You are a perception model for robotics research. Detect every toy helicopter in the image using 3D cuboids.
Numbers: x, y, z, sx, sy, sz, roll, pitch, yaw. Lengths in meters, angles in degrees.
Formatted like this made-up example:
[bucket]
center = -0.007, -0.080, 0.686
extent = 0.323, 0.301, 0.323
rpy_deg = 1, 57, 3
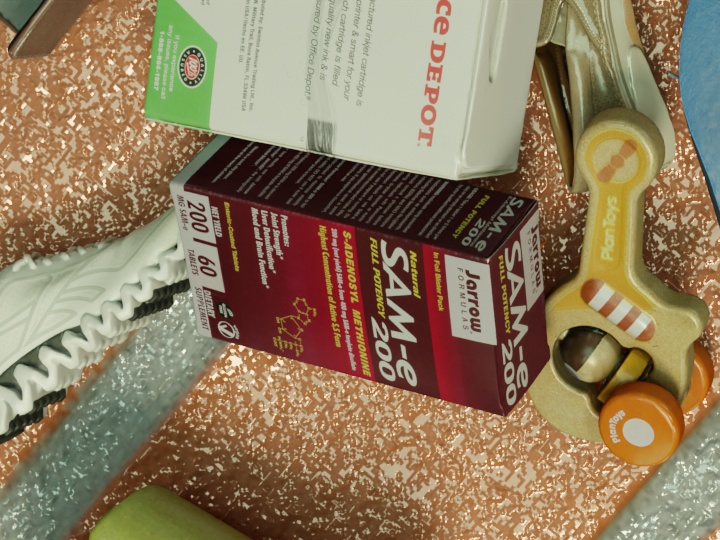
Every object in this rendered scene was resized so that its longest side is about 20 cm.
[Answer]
[toy helicopter]
center = 0.127, 0.003, 1.249
extent = 0.132, 0.079, 0.201
rpy_deg = 13, 120, 20

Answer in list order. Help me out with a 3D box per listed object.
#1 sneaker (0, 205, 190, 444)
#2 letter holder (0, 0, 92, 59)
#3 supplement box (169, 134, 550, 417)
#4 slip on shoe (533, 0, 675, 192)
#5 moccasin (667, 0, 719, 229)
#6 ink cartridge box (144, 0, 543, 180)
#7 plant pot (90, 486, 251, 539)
[sneaker]
center = -0.166, 0.015, 1.314
extent = 0.200, 0.075, 0.081
rpy_deg = -39, 83, 10
[letter holder]
center = -0.164, -0.221, 1.240
extent = 0.100, 0.142, 0.200
rpy_deg = 41, 101, 0
[supplement box]
center = 0.000, 0.000, 1.238
extent = 0.199, 0.061, 0.109
rpy_deg = 13, 131, 27
[slip on shoe]
center = 0.111, -0.139, 1.250
extent = 0.060, 0.076, 0.201
rpy_deg = -23, 102, -12
[moccasin]
center = 0.214, -0.073, 1.253
extent = 0.080, 0.068, 0.201
rpy_deg = -4, 96, 16
[ink cartridge box]
center = -0.007, -0.137, 1.231
extent = 0.199, 0.084, 0.147
rpy_deg = 13, 101, 26
[plant pot]
center = -0.085, 0.226, 1.275
extent = 0.184, 0.200, 0.201
rpy_deg = 36, 101, 12
